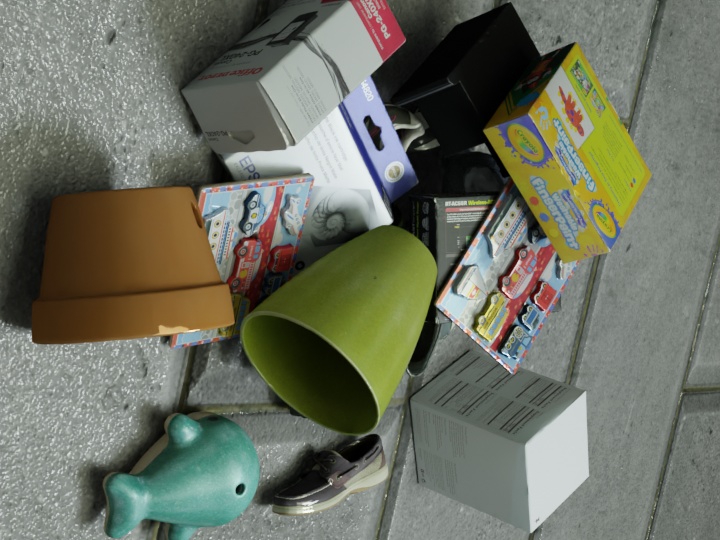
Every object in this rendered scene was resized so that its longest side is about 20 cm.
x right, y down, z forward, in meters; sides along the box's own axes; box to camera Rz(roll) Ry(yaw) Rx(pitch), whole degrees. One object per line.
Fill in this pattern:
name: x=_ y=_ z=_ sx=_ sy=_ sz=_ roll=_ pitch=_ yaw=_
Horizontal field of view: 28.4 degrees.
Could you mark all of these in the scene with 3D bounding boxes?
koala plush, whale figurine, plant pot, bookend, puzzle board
koala plush: x=0.176 y=-0.077 z=1.879 sx=0.183 sy=0.178 sz=0.201 roll=-36 pitch=112 yaw=3
whale figurine: x=-0.194 y=0.239 z=1.588 sx=0.199 sy=0.103 sz=0.161 roll=-16 pitch=117 yaw=-47
plant pot: x=-0.227 y=-0.007 z=1.396 sx=0.199 sy=0.199 sz=0.142 roll=-7 pitch=94 yaw=-50
bookend: x=0.160 y=-0.188 z=1.745 sx=0.201 sy=0.092 sz=0.199 roll=57 pitch=43 yaw=-19
puzzle board: x=-0.130 y=-0.008 z=1.577 sx=0.150 sy=0.017 sz=0.202 roll=-11 pitch=126 yaw=-39
plant pot: x=-0.004 y=0.047 z=1.608 sx=0.200 sy=0.186 sz=0.188 roll=-51 pitch=138 yaw=-30
puzzle board: x=0.188 y=0.001 z=1.715 sx=0.151 sy=0.017 sz=0.201 roll=41 pitch=73 yaw=-29

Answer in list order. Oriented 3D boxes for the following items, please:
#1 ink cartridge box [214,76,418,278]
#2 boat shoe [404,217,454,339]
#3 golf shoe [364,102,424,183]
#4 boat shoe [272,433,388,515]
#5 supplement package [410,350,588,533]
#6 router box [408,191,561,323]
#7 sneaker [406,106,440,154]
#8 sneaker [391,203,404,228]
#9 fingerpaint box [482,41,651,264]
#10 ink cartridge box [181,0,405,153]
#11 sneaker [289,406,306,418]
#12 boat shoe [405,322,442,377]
ink cartridge box: x=-0.039 y=-0.111 z=1.625 sx=0.199 sy=0.041 sz=0.200 roll=-34 pitch=128 yaw=-7
boat shoe: x=0.084 y=0.019 z=1.881 sx=0.062 sy=0.072 sz=0.201 roll=-46 pitch=140 yaw=-36
golf shoe: x=-0.003 y=-0.119 z=1.707 sx=0.201 sy=0.088 sz=0.077 roll=-60 pitch=142 yaw=-14
boat shoe: x=-0.040 y=0.260 z=1.825 sx=0.199 sy=0.072 sz=0.066 roll=-15 pitch=104 yaw=-45
supplement package: x=0.196 y=0.236 z=2.000 sx=0.150 sy=0.199 sz=0.153 roll=-34 pitch=129 yaw=-39
router box: x=0.153 y=-0.020 z=1.738 sx=0.198 sy=0.062 sz=0.152 roll=-4 pitch=98 yaw=-32
sneaker: x=0.102 y=-0.219 z=1.827 sx=0.200 sy=0.073 sz=0.080 roll=-46 pitch=121 yaw=-37
sneaker: x=0.000 y=0.000 z=1.767 sx=0.200 sy=0.071 sz=0.083 roll=-48 pitch=137 yaw=-29
fingerpaint box: x=0.250 y=-0.140 z=1.705 sx=0.201 sy=0.073 sz=0.167 roll=55 pitch=44 yaw=-20
ink cartridge box: x=-0.072 y=-0.217 z=1.521 sx=0.200 sy=0.145 sz=0.084 roll=-46 pitch=119 yaw=-31
sneaker: x=-0.024 y=0.130 z=1.798 sx=0.200 sy=0.073 sz=0.080 roll=-31 pitch=115 yaw=-48
boat shoe: x=0.086 y=0.046 z=1.831 sx=0.071 sy=0.071 sz=0.202 roll=-2 pitch=121 yaw=-10
